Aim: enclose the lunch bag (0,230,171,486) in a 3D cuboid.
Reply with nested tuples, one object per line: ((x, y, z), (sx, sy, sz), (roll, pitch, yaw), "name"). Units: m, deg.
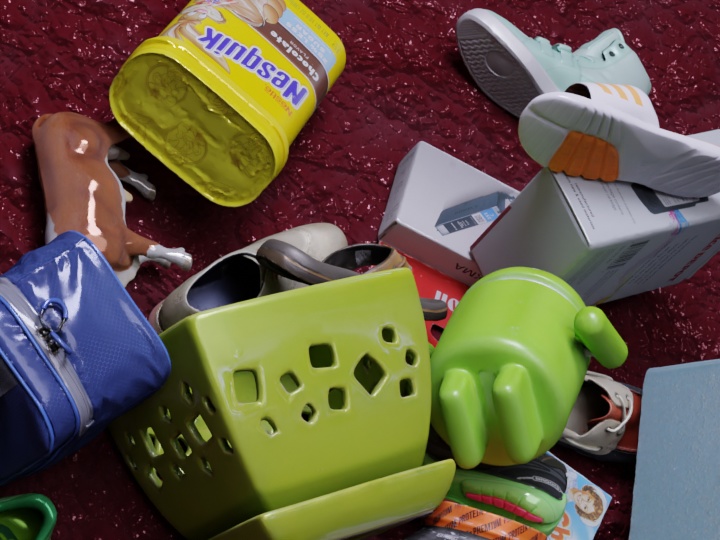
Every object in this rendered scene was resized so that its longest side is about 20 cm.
((-0.239, 0.071, 1.456), (0.132, 0.200, 0.136), (-34, 89, -33), "lunch bag")

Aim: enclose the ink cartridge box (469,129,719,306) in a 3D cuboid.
((0.216, -0.036, 1.725), (0.200, 0.146, 0.083), (-13, 68, -33), "ink cartridge box")

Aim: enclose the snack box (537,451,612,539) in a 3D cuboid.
((0.116, 0.232, 1.656), (0.116, 0.037, 0.200), (35, 55, -6), "snack box")

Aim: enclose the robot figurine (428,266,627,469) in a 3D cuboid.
((0.116, 0.073, 1.591), (0.200, 0.175, 0.116), (-58, 135, -58), "robot figurine")

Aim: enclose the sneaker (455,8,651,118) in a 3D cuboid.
((0.180, -0.195, 1.883), (0.200, 0.074, 0.118), (40, 60, -16), "sneaker")

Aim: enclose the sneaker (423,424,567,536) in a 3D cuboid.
((0.075, 0.152, 1.633), (0.200, 0.077, 0.084), (27, 38, 17), "sneaker")

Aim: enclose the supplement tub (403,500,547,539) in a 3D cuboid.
((0.066, 0.280, 1.520), (0.122, 0.122, 0.200), (21, 78, -16), "supplement tub")

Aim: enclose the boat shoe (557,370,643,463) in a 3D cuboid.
((0.191, 0.117, 1.729), (0.200, 0.063, 0.071), (17, 78, -18), "boat shoe")

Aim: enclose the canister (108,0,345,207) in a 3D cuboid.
((-0.103, -0.159, 1.680), (0.148, 0.087, 0.200), (40, 35, -7), "canister")

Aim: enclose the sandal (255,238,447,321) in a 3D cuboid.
((0.000, 0.000, 1.638), (0.200, 0.082, 0.055), (22, 84, -39), "sandal")

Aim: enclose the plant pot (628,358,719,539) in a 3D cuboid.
((0.362, 0.182, 1.675), (0.196, 0.200, 0.196), (33, 53, -34), "plant pot")

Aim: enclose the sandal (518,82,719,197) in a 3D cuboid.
((0.211, -0.110, 1.632), (0.206, 0.079, 0.059), (15, 51, -28), "sandal")

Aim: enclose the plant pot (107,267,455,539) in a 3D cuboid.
((-0.057, 0.125, 1.530), (0.199, 0.200, 0.182), (-13, 79, -32), "plant pot")

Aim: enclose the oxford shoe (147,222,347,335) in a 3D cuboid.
((-0.077, 0.009, 1.648), (0.200, 0.074, 0.071), (-33, 82, -36), "oxford shoe")

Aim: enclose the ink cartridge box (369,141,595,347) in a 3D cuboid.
((0.108, 0.007, 1.763), (0.200, 0.045, 0.176), (26, 56, -14), "ink cartridge box")

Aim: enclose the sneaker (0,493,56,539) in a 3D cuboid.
((-0.293, 0.213, 1.426), (0.074, 0.084, 0.200), (49, 55, 2), "sneaker")

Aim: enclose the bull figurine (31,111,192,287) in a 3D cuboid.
((-0.205, -0.037, 1.612), (0.121, 0.065, 0.200), (3, 65, -30), "bull figurine")
